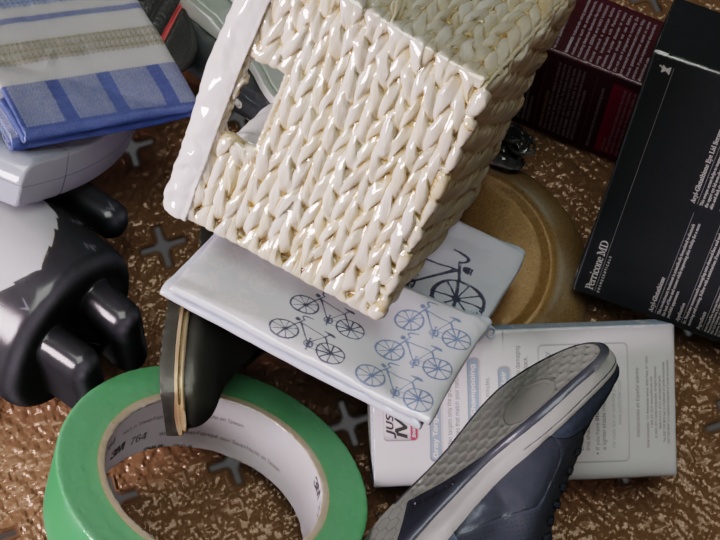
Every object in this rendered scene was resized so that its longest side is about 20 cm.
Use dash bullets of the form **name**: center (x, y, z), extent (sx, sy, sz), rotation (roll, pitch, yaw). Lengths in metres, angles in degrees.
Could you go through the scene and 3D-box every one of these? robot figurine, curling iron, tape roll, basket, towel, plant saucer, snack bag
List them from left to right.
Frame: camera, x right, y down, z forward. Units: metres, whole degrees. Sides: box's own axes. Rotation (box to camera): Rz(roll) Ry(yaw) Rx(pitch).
- **robot figurine**: center (-0.233, 0.008, 1.166), extent (0.199, 0.126, 0.150), rotation (35, 26, 17)
- **towel**: center (-0.210, -0.166, 1.183), extent (0.146, 0.024, 0.201), rotation (-15, 61, -36)
- **tape roll**: center (-0.096, 0.143, 1.102), extent (0.198, 0.048, 0.201), rotation (13, 38, -10)
- **snack bag**: center (0.000, 0.000, 1.125), extent (0.187, 0.022, 0.200), rotation (26, 41, 12)
- **basket**: center (0.010, -0.113, 1.091), extent (0.160, 0.199, 0.200), rotation (30, 34, 7)
- **curling iron**: center (0.036, -0.115, 1.283), extent (0.198, 0.026, 0.050), rotation (21, 23, 17)
- **plant saucer**: center (0.064, -0.003, 1.232), extent (0.198, 0.036, 0.202), rotation (0, 65, -1)

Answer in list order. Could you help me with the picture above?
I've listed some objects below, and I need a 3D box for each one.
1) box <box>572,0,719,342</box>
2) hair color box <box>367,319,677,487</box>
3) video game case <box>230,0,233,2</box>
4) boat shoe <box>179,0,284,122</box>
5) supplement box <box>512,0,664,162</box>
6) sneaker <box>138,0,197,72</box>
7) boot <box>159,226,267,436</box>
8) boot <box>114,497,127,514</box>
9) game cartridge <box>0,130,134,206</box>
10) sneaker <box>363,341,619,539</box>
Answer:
- **box**: center (0.236, -0.058, 1.166), extent (0.140, 0.201, 0.079), rotation (19, 41, 6)
- **hair color box**: center (0.103, 0.086, 1.160), extent (0.197, 0.061, 0.100), rotation (-2, 92, -3)
- **video game case**: center (-0.015, -0.198, 1.299), extent (0.200, 0.018, 0.143), rotation (43, 48, 17)
- **boat shoe**: center (-0.072, -0.141, 1.281), extent (0.075, 0.061, 0.200), rotation (-24, 64, -42)
- **supplement box**: center (0.189, -0.128, 1.253), extent (0.198, 0.109, 0.061), rotation (23, 66, 8)
- **sneaker**: center (-0.203, -0.189, 1.282), extent (0.199, 0.087, 0.074), rotation (28, 63, 11)
- **boot**: center (-0.046, 0.029, 1.134), extent (0.137, 0.078, 0.201), rotation (8, 44, 6)
- **boot**: center (-0.094, 0.198, 1.124), extent (0.143, 0.073, 0.201), rotation (-26, 66, -23)
- **game cartridge**: center (-0.229, -0.105, 1.206), extent (0.132, 0.042, 0.200), rotation (18, 25, 9)
- **sneaker**: center (0.116, 0.155, 1.100), extent (0.202, 0.077, 0.146), rotation (-45, 105, 1)
